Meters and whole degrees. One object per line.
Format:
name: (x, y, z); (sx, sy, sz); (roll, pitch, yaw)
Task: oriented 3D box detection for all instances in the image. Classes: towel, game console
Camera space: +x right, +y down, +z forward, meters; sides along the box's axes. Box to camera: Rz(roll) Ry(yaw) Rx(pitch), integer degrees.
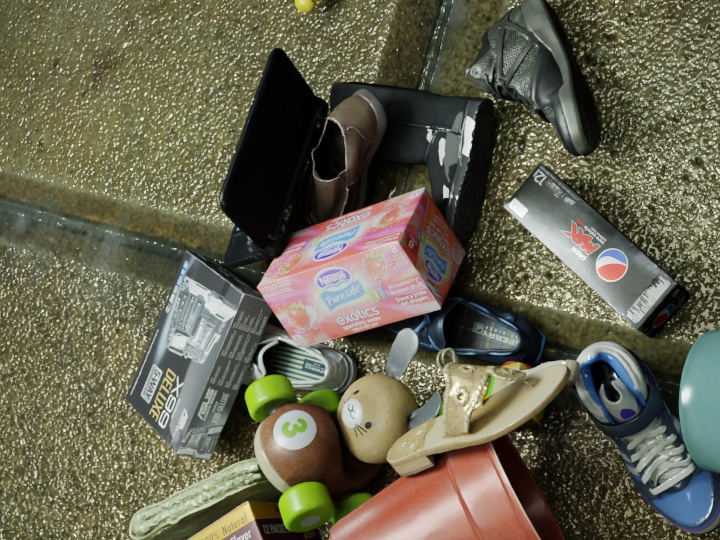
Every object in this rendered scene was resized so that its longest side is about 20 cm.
towel: (-0.148, 0.257, 1.461); (0.199, 0.148, 0.037); (-31, 66, 23)
game console: (-0.122, -0.124, 1.478); (0.175, 0.116, 0.202); (-13, 54, 56)

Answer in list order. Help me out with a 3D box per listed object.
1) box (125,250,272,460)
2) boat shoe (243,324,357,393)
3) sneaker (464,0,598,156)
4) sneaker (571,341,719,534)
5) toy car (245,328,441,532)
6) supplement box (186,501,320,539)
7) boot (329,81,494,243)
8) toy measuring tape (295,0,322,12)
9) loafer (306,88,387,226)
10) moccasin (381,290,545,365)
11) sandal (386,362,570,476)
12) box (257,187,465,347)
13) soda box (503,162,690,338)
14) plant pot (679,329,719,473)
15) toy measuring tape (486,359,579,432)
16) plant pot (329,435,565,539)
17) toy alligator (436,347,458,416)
box: (-0.191, 0.098, 1.530); (0.157, 0.049, 0.202); (32, 100, 53)
boat shoe: (-0.100, 0.098, 1.508); (0.198, 0.067, 0.075); (3, 81, 30)
sneaker: (0.186, -0.194, 1.413); (0.114, 0.076, 0.201); (-30, 65, 22)
sneaker: (0.271, 0.161, 1.255); (0.080, 0.146, 0.202); (-33, 67, 18)
toy car: (0.000, 0.158, 1.367); (0.200, 0.157, 0.165); (-41, 52, 25)
supplement box: (-0.126, 0.389, 1.428); (0.196, 0.132, 0.202); (-34, 67, 18)
boot: (0.045, -0.127, 1.477); (0.198, 0.065, 0.167); (12, 89, 30)
toy measuring tape: (-0.049, -0.411, 1.574); (0.073, 0.073, 0.203); (2, 81, 28)
loafer: (-0.033, -0.117, 1.469); (0.073, 0.071, 0.201); (44, 138, 27)
moccasin: (0.103, 0.052, 1.410); (0.198, 0.068, 0.082); (7, 83, 29)
sandal: (0.091, 0.122, 1.213); (0.211, 0.078, 0.070); (-33, 105, 33)
box: (0.000, 0.000, 1.420); (0.198, 0.095, 0.103); (-17, 30, 35)
soda box: (0.244, -0.021, 1.348); (0.063, 0.071, 0.200); (-49, 63, 10)
plant pot: (0.401, 0.124, 1.179); (0.187, 0.199, 0.203); (-2, 79, 43)
toy measuring tape: (0.179, 0.125, 1.325); (0.200, 0.073, 0.075); (-23, 65, 60)
plant pot: (0.087, 0.271, 1.283); (0.194, 0.201, 0.202); (-30, 67, 9)
toy alligator: (0.085, 0.183, 1.396); (0.054, 0.059, 0.203); (-178, 88, -71)
